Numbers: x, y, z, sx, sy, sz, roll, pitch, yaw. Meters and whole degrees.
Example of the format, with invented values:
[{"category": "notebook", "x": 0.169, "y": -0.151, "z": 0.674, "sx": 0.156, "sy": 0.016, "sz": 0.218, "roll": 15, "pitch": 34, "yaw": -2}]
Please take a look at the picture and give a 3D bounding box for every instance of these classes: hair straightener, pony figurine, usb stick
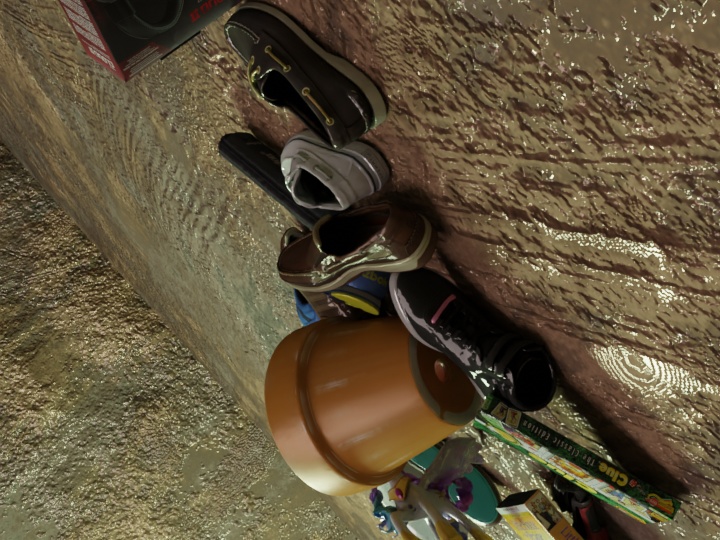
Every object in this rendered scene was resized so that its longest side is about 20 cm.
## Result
[{"category": "hair straightener", "x": 0.244, "y": 0.285, "z": 1.061, "sx": 0.077, "sy": 0.041, "sz": 0.200, "roll": 32, "pitch": 161, "yaw": 44}, {"category": "pony figurine", "x": 0.087, "y": 0.290, "z": 1.144, "sx": 0.193, "sy": 0.167, "sz": 0.200, "roll": 29, "pitch": -167, "yaw": -47}, {"category": "usb stick", "x": -0.089, "y": -0.102, "z": 1.053, "sx": 0.200, "sy": 0.055, "sz": 0.033, "roll": 39, "pitch": 132, "yaw": 29}]

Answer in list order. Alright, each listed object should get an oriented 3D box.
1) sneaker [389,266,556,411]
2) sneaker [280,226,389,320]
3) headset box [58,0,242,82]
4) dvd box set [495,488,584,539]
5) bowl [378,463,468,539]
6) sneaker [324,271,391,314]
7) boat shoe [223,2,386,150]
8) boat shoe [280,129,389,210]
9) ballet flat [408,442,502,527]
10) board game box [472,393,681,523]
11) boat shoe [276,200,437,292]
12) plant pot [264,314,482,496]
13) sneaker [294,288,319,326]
[{"category": "sneaker", "x": 0.116, "y": 0.063, "z": 0.885, "sx": 0.200, "sy": 0.071, "sz": 0.099, "roll": 46, "pitch": 161, "yaw": -11}, {"category": "sneaker", "x": -0.037, "y": 0.022, "z": 1.153, "sx": 0.200, "sy": 0.070, "sz": 0.076, "roll": 39, "pitch": 159, "yaw": 27}, {"category": "headset box", "x": -0.196, "y": -0.277, "z": 0.793, "sx": 0.077, "sy": 0.149, "sz": 0.200, "roll": 36, "pitch": 157, "yaw": 36}, {"category": "dvd box set", "x": 0.250, "y": 0.346, "z": 1.073, "sx": 0.200, "sy": 0.029, "sz": 0.146, "roll": 49, "pitch": 166, "yaw": 9}, {"category": "bowl", "x": 0.111, "y": 0.376, "z": 1.488, "sx": 0.201, "sy": 0.090, "sz": 0.201, "roll": 44, "pitch": 162, "yaw": 18}, {"category": "sneaker", "x": 0.000, "y": 0.000, "z": 1.031, "sx": 0.074, "sy": 0.083, "sz": 0.200, "roll": 18, "pitch": 179, "yaw": -10}, {"category": "boat shoe", "x": -0.066, "y": -0.179, "z": 0.826, "sx": 0.201, "sy": 0.061, "sz": 0.072, "roll": 39, "pitch": 159, "yaw": 30}, {"category": "boat shoe", "x": -0.048, "y": -0.099, "z": 0.936, "sx": 0.074, "sy": 0.067, "sz": 0.200, "roll": 55, "pitch": 161, "yaw": -18}, {"category": "ballet flat", "x": 0.143, "y": 0.299, "z": 1.329, "sx": 0.200, "sy": 0.068, "sz": 0.064, "roll": 36, "pitch": -175, "yaw": 38}, {"category": "board game box", "x": 0.204, "y": 0.186, "z": 0.891, "sx": 0.199, "sy": 0.024, "sz": 0.105, "roll": 29, "pitch": 169, "yaw": 11}, {"category": "boat shoe", "x": -0.021, "y": -0.031, "z": 0.908, "sx": 0.202, "sy": 0.075, "sz": 0.075, "roll": -15, "pitch": 145, "yaw": 40}, {"category": "plant pot", "x": 0.026, "y": 0.132, "z": 1.008, "sx": 0.183, "sy": 0.200, "sz": 0.201, "roll": -26, "pitch": 107, "yaw": 38}, {"category": "sneaker", "x": -0.033, "y": 0.061, "z": 1.231, "sx": 0.200, "sy": 0.066, "sz": 0.079, "roll": 21, "pitch": 144, "yaw": 56}]
